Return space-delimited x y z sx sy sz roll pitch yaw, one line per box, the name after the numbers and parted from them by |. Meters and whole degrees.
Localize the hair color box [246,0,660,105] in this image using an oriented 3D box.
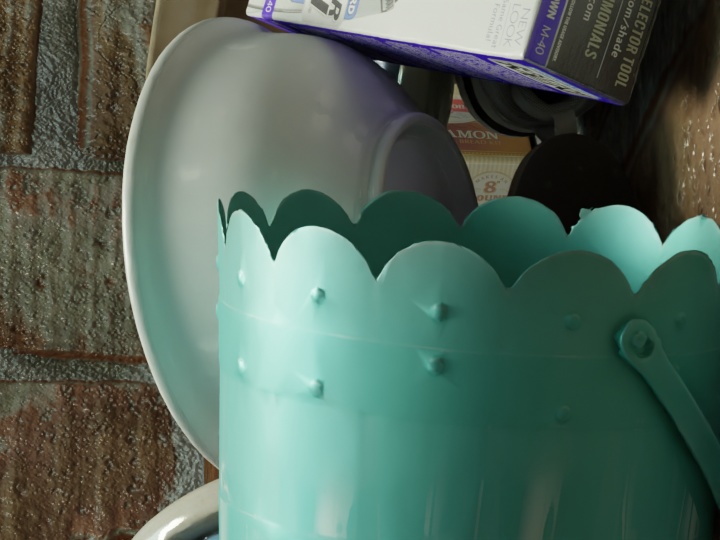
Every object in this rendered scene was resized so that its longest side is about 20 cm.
0.042 -0.138 1.008 0.199 0.065 0.110 16 88 52 | hair color box

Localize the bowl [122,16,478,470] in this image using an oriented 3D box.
-0.009 -0.013 1.026 0.201 0.090 0.203 24 -118 -58 | bowl

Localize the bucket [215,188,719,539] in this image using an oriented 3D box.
0.041 0.047 0.872 0.207 0.205 0.136 -135 48 -79 | bucket

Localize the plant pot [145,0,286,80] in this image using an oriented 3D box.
-0.030 -0.197 1.472 0.200 0.172 0.202 -170 90 -85 | plant pot

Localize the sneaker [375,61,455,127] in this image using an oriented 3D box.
-0.002 -0.141 1.146 0.075 0.084 0.202 57 -149 -74 | sneaker

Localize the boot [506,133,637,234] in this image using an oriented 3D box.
0.074 0.043 1.027 0.075 0.073 0.202 -168 78 -70 | boot

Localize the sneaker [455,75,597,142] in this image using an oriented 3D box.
0.080 -0.151 1.089 0.115 0.074 0.202 -121 29 -75 | sneaker

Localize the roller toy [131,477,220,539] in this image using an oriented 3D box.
-0.037 0.190 1.363 0.183 0.199 0.141 -54 46 47 | roller toy

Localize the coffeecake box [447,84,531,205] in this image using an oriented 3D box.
0.000 0.000 1.313 0.073 0.152 0.201 -99 14 -52 | coffeecake box
